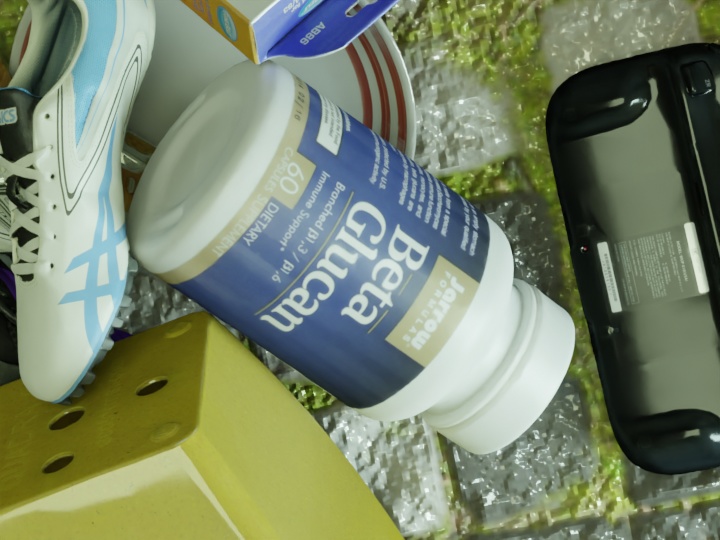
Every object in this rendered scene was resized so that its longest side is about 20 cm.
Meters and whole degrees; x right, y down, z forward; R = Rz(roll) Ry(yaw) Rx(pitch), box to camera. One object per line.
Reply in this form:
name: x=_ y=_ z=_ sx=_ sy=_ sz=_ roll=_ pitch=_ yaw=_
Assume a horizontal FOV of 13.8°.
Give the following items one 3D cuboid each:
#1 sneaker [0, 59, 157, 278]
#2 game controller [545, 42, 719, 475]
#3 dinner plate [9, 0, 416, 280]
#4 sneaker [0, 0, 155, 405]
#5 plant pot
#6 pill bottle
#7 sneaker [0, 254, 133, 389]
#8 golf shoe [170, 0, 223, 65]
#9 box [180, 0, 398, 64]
sneaker: x=-0.185 y=-0.051 z=1.408 sx=0.200 sy=0.076 sz=0.088 roll=33 pitch=121 yaw=-6
game controller: x=0.153 y=-0.005 z=1.420 sx=0.104 sy=0.042 sz=0.201 roll=-12 pitch=90 yaw=24
dinner plate: x=-0.070 y=-0.080 z=1.424 sx=0.199 sy=0.024 sz=0.201 roll=5 pitch=120 yaw=10
sneaker: x=-0.137 y=-0.041 z=1.330 sx=0.072 sy=0.072 sz=0.201 roll=8 pitch=85 yaw=-32
plant pot: x=-0.096 y=0.139 z=1.351 sx=0.199 sy=0.200 sz=0.177 roll=-20 pitch=113 yaw=9
pill bottle: x=0.000 y=0.000 z=1.375 sx=0.200 sy=0.111 sz=0.111 roll=35 pitch=98 yaw=-22
sneaker: x=-0.153 y=0.049 z=1.432 sx=0.200 sy=0.100 sz=0.070 roll=29 pitch=99 yaw=7
golf shoe: x=-0.133 y=-0.173 z=1.434 sx=0.199 sy=0.073 sz=0.092 roll=28 pitch=98 yaw=6
box: x=-0.059 y=-0.183 z=1.353 sx=0.200 sy=0.042 sz=0.119 roll=40 pitch=71 yaw=23
